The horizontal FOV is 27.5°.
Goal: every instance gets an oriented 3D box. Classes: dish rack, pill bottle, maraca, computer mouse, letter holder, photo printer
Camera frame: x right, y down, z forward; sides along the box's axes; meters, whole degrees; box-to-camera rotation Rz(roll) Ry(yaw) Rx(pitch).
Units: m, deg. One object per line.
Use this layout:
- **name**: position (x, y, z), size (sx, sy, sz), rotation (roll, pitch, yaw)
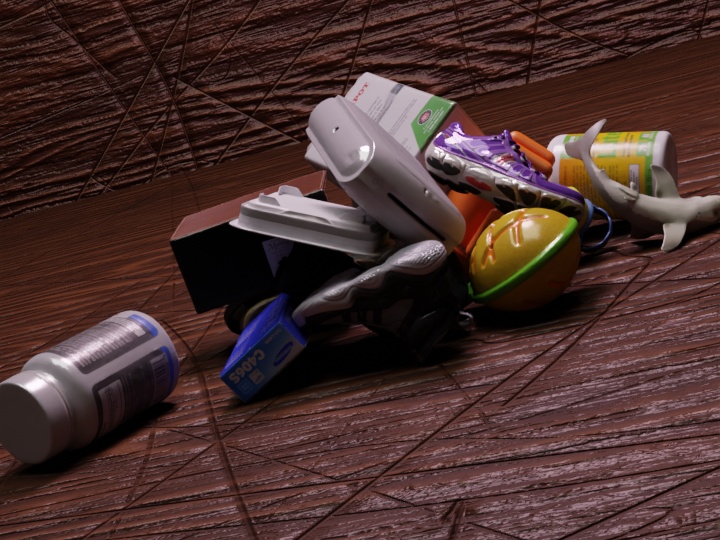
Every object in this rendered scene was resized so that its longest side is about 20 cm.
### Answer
- **dish rack**: position (-0.047, -0.059, 1.655), size (0.171, 0.044, 0.200), rotation (13, 9, 6)
- **pill bottle**: position (0.300, -0.120, 1.892), size (0.199, 0.111, 0.111), rotation (0, 17, 22)
- **maraca**: position (0.172, -0.007, 1.642), size (0.137, 0.107, 0.200), rotation (-39, 5, -25)
- **computer mouse**: position (0.101, -0.012, 1.666), size (0.034, 0.059, 0.200), rotation (10, 41, -8)
- **letter holder**: position (-0.122, -0.041, 1.843), size (0.199, 0.101, 0.142), rotation (-18, 15, 5)
- **pill bottle**: position (-0.304, 0.129, 1.622), size (0.113, 0.114, 0.200), rotation (-7, 14, 38)
- **photo printer**: position (0.030, -0.100, 1.639), size (0.069, 0.166, 0.200), rotation (-46, 30, 9)

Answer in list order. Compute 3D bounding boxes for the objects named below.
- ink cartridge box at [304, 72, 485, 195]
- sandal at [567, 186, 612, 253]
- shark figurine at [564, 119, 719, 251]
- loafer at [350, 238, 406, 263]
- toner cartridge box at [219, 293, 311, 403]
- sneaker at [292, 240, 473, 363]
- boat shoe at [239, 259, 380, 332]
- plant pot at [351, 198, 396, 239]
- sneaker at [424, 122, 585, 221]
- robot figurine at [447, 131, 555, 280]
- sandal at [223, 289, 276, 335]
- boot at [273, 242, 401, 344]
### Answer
- **ink cartridge box**: position (0.041, -0.156, 1.870), size (0.147, 0.083, 0.200), rotation (-54, 38, -5)
- **sandal**: position (0.244, -0.048, 1.845), size (0.087, 0.080, 0.200), rotation (19, -11, -23)
- **shark figurine**: position (0.327, -0.079, 1.776), size (0.128, 0.214, 0.090), rotation (-57, -8, -30)
- **loafer**: position (0.023, -0.006, 1.916), size (0.199, 0.070, 0.070), rotation (-17, 20, 0)
- **toner cartridge box**: position (-0.100, 0.077, 1.675), size (0.095, 0.043, 0.200), rotation (-44, 7, 12)
- **sneaker**: position (0.024, 0.050, 1.568), size (0.200, 0.114, 0.075), rotation (-23, 12, 31)
- **boat shoe**: position (-0.061, 0.034, 1.836), size (0.200, 0.072, 0.068), rotation (-23, 15, -16)
- **plant pot**: position (0.113, -0.113, 1.964), size (0.200, 0.201, 0.173), rotation (-22, 12, -25)
- **sneaker**: position (0.171, -0.117, 1.682), size (0.200, 0.081, 0.084), rotation (27, 71, 19)
- **robot figurine**: position (0.160, -0.070, 1.796), size (0.116, 0.200, 0.144), rotation (12, 32, -36)
- **sandal**: position (-0.125, 0.030, 1.917), size (0.080, 0.057, 0.201), rotation (-49, -9, 26)
- **boot**: position (0.000, 0.000, 1.711), size (0.168, 0.077, 0.200), rotation (26, 27, 7)
